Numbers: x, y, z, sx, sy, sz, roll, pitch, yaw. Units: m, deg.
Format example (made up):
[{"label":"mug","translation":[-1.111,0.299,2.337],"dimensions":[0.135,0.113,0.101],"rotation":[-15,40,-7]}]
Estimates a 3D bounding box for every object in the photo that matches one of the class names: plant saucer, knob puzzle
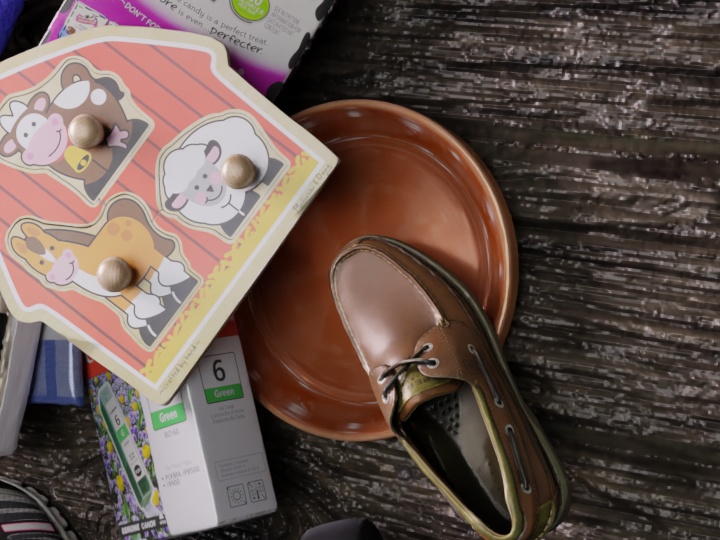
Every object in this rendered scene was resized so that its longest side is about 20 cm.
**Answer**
[{"label":"plant saucer","translation":[0.000,0.000,0.964],"dimensions":[0.199,0.032,0.201],"rotation":[0,90,25]},{"label":"knob puzzle","translation":[-0.141,-0.052,0.923],"dimensions":[0.219,0.030,0.221],"rotation":[0,90,7]}]

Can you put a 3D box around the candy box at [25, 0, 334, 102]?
[{"label":"candy box","translation":[-0.090,-0.168,0.962],"dimensions":[0.136,0.061,0.200],"rotation":[32,104,-8]}]

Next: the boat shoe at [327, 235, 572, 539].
[{"label":"boat shoe","translation":[0.044,0.061,0.889],"dimensions":[0.072,0.068,0.200],"rotation":[-43,74,20]}]

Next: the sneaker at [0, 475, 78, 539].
[{"label":"sneaker","translation":[-0.220,0.197,1.031],"dimensions":[0.200,0.087,0.074],"rotation":[37,104,20]}]

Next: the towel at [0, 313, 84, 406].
[{"label":"towel","translation":[-0.225,-0.013,1.049],"dimensions":[0.146,0.024,0.201],"rotation":[-4,86,41]}]

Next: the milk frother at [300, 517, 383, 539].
[{"label":"milk frother","translation":[0.057,0.227,0.839],"dimensions":[0.199,0.188,0.181],"rotation":[2,120,-1]}]

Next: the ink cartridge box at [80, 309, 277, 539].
[{"label":"ink cartridge box","translation":[-0.121,0.061,0.987],"dimensions":[0.109,0.050,0.201],"rotation":[-21,80,47]}]

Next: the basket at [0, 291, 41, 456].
[{"label":"basket","translation":[-0.311,0.030,1.026],"dimensions":[0.200,0.123,0.136],"rotation":[18,100,40]}]

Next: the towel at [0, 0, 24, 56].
[{"label":"towel","translation":[-0.269,-0.205,1.060],"dimensions":[0.148,0.049,0.201],"rotation":[37,104,37]}]
